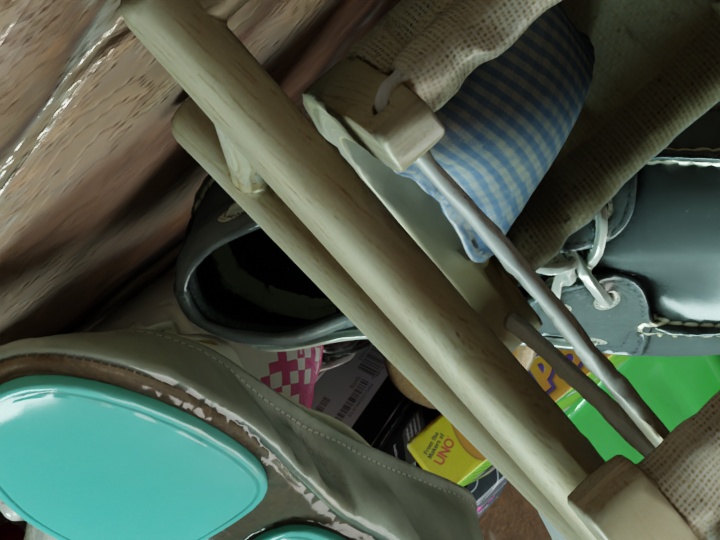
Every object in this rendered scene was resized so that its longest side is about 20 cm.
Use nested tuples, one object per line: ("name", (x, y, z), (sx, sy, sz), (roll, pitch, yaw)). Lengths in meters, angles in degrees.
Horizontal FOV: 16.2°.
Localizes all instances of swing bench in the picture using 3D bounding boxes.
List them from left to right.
("swing bench", (0.090, -0.038, 0.551), (0.199, 0.200, 0.130), (-43, 173, -5))

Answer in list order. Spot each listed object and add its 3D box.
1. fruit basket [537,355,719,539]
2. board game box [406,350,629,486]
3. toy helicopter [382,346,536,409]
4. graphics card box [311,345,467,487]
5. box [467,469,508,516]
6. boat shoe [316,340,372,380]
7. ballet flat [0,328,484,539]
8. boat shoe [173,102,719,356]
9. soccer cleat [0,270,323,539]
("fruit basket", (0.116, 0.014, 1.078), (0.094, 0.200, 0.185), (12, 132, -34))
("board game box", (0.105, 0.001, 0.848), (0.200, 0.030, 0.096), (-38, 173, 8))
("toy helicopter", (0.060, -0.042, 0.703), (0.200, 0.132, 0.079), (-56, -152, 24))
("graphics card box", (0.024, 0.036, 0.940), (0.200, 0.051, 0.126), (-56, 161, -25))
("box", (-0.044, 0.115, 1.061), (0.200, 0.115, 0.132), (-43, 174, -6))
("boat shoe", (0.000, 0.000, 0.812), (0.067, 0.057, 0.200), (-23, 165, -48))
("ballet flat", (-0.036, 0.053, 0.677), (0.067, 0.064, 0.200), (-32, 135, 25))
("boat shoe", (0.046, -0.003, 0.648), (0.062, 0.200, 0.073), (-51, 139, -58))
("soccer cleat", (-0.075, 0.051, 0.706), (0.200, 0.070, 0.086), (-52, 147, -33))
